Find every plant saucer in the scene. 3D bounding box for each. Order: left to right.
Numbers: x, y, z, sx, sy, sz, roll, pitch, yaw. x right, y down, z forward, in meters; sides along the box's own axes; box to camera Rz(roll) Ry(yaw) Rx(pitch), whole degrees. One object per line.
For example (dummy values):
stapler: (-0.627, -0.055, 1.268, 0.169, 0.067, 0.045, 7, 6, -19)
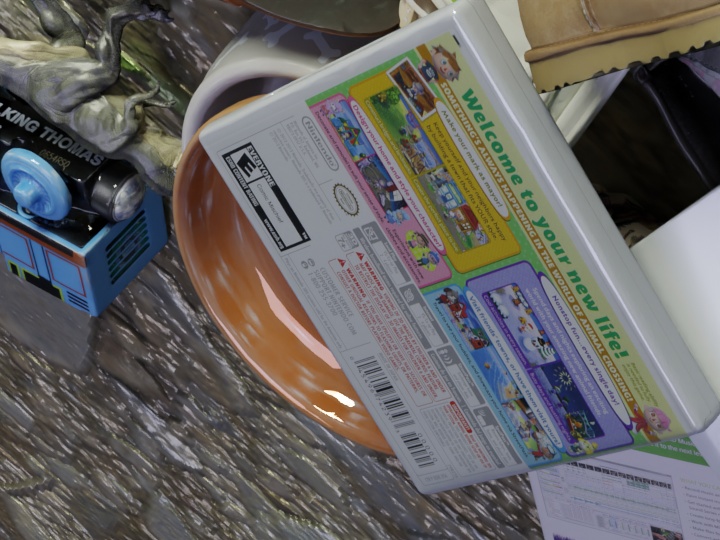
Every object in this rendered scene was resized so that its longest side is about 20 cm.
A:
plant saucer: (0.000, 0.000, 0.997, 0.199, 0.037, 0.201, 25, 139, 24)

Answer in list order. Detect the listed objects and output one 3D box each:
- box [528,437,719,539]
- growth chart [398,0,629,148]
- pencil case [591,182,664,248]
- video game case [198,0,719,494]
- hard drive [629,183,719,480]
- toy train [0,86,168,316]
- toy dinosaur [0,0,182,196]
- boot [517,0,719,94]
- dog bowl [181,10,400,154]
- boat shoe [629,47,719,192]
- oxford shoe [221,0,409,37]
box: (0.155, 0.122, 1.064, 0.144, 0.036, 0.201, 11, 132, 36)
growth chart: (0.048, -0.143, 0.891, 0.201, 0.018, 0.145, 58, 143, 9)
pencil case: (0.169, 0.030, 0.933, 0.199, 0.090, 0.078, 25, 166, 24)
video game case: (0.038, -0.002, 0.907, 0.182, 0.022, 0.201, -20, 106, 49)
hard drive: (0.195, 0.053, 0.854, 0.132, 0.026, 0.201, -38, 86, 38)
toy train: (-0.200, -0.062, 1.181, 0.199, 0.087, 0.115, 26, 144, 22)
toy dinosaur: (-0.148, -0.111, 1.093, 0.199, 0.047, 0.089, 28, 101, -1)
boot: (0.095, -0.177, 0.772, 0.174, 0.066, 0.201, -13, 98, 40)
dog bowl: (-0.003, -0.040, 1.041, 0.199, 0.059, 0.201, 25, 138, 25)
boat shoe: (0.152, -0.073, 0.869, 0.200, 0.057, 0.067, 51, 142, -8)
oxford shoe: (-0.057, -0.156, 0.995, 0.199, 0.072, 0.071, 26, 169, 19)
